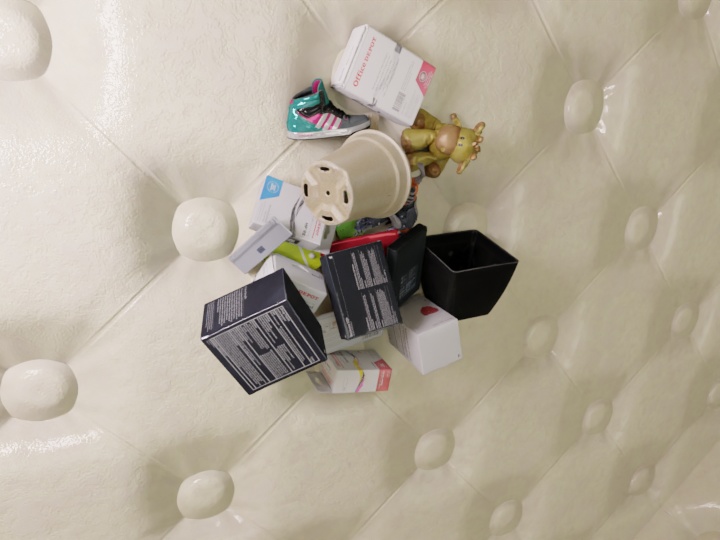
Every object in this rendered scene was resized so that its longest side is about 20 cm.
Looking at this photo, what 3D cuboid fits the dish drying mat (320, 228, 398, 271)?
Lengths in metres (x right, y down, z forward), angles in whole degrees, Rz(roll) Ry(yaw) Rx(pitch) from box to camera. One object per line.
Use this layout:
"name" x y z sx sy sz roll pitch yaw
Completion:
"dish drying mat" 0.000 -0.050 1.277 0.198 0.018 0.077 -12 123 -11

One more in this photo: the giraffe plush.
"giraffe plush" 0.214 -0.304 1.263 0.198 0.162 0.174 -9 110 -21

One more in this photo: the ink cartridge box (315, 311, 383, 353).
"ink cartridge box" -0.033 0.130 1.319 0.199 0.044 0.174 -17 139 -18

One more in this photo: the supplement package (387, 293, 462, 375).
"supplement package" 0.161 0.162 1.369 0.120 0.200 0.121 -19 113 -18

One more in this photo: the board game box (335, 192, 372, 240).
"board game box" -0.044 -0.171 1.269 0.095 0.030 0.201 -30 119 -14

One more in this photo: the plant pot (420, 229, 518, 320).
"plant pot" 0.269 0.021 1.385 0.198 0.200 0.179 -9 121 -21

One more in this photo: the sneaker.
"sneaker" -0.073 -0.367 1.166 0.198 0.084 0.122 -12 120 -19

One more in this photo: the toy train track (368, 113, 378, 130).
"toy train track" 0.023 -0.275 1.261 0.114 0.032 0.202 -3 100 -34

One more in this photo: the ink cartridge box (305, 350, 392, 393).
"ink cartridge box" -0.032 0.263 1.362 0.198 0.116 0.068 3 106 -25

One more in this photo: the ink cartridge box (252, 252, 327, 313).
"ink cartridge box" -0.192 0.078 1.219 0.145 0.084 0.201 24 115 -27

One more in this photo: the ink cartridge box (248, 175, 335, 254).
"ink cartridge box" -0.140 -0.122 1.181 0.199 0.067 0.117 18 74 -18

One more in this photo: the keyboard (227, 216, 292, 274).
"keyboard" -0.227 -0.052 1.156 0.056 0.011 0.200 40 132 -19

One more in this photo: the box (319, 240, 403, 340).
"box" 0.000 0.046 1.213 0.140 0.079 0.202 -14 89 -19

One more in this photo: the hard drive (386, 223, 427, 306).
"hard drive" 0.113 -0.005 1.323 0.139 0.033 0.201 -37 143 -38

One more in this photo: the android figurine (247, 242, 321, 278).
"android figurine" -0.169 -0.040 1.249 0.199 0.041 0.183 -23 114 -14

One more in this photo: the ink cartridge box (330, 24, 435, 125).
"ink cartridge box" 0.051 -0.442 1.192 0.199 0.085 0.147 20 98 -30

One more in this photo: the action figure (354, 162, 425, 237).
"action figure" 0.085 -0.147 1.266 0.199 0.105 0.194 -34 146 -20

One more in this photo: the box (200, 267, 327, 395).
"box" -0.203 0.134 1.125 0.197 0.124 0.201 -24 126 6

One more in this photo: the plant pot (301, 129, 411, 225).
"plant pot" -0.020 -0.186 1.109 0.183 0.199 0.202 -32 122 -50
